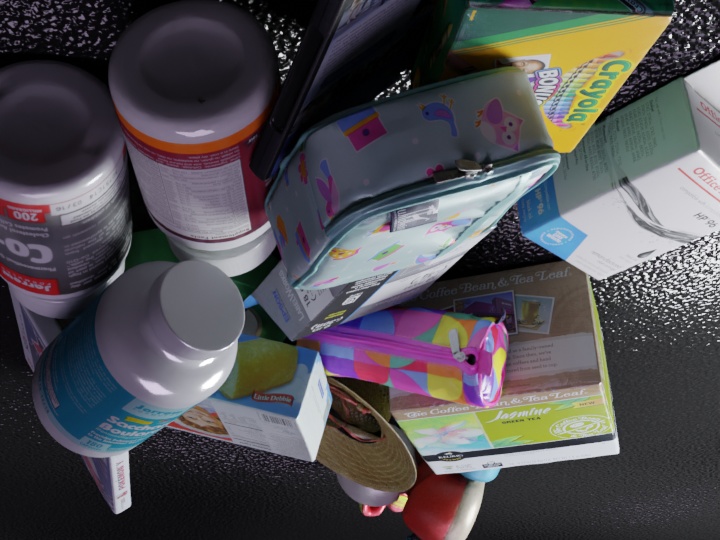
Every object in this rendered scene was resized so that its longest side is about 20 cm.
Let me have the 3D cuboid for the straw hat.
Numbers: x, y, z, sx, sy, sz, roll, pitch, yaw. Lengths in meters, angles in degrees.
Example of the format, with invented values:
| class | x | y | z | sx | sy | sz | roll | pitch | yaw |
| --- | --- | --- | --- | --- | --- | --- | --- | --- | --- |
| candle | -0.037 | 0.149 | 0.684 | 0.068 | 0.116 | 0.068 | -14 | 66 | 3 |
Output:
| class | x | y | z | sx | sy | sz | roll | pitch | yaw |
| --- | --- | --- | --- | --- | --- | --- | --- | --- | --- |
| straw hat | -0.004 | 0.132 | 1.132 | 0.200 | 0.085 | 0.202 | 26 | 148 | 17 |

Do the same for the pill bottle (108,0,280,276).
| class | x | y | z | sx | sy | sz | roll | pitch | yaw |
| --- | --- | --- | --- | --- | --- | --- | --- | --- | --- |
| pill bottle | -0.105 | -0.083 | 0.769 | 0.108 | 0.111 | 0.201 | -2 | 151 | -1 |

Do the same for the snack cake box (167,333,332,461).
| class | x | y | z | sx | sy | sz | roll | pitch | yaw |
| --- | --- | --- | --- | --- | --- | --- | --- | --- | --- |
| snack cake box | -0.132 | 0.103 | 0.994 | 0.198 | 0.068 | 0.115 | 12 | 155 | 11 |

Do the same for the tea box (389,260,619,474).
| class | x | y | z | sx | sy | sz | roll | pitch | yaw |
| --- | --- | --- | --- | --- | --- | --- | --- | --- | --- |
| tea box | 0.143 | 0.102 | 1.092 | 0.198 | 0.135 | 0.197 | -10 | 149 | 15 |

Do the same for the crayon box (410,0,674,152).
| class | x | y | z | sx | sy | sz | roll | pitch | yaw |
| --- | --- | --- | --- | --- | --- | --- | --- | --- | --- |
| crayon box | 0.104 | -0.139 | 0.694 | 0.117 | 0.059 | 0.200 | 1 | 163 | -6 |

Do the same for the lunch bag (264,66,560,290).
| class | x | y | z | sx | sy | sz | roll | pitch | yaw |
| --- | --- | --- | --- | --- | --- | --- | --- | --- | --- |
| lunch bag | 0.031 | -0.052 | 0.696 | 0.159 | 0.078 | 0.200 | -14 | 171 | -19 |

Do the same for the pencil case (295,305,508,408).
| class | x | y | z | sx | sy | sz | roll | pitch | yaw |
| --- | --- | --- | --- | --- | --- | --- | --- | --- | --- |
| pencil case | 0.036 | 0.067 | 0.979 | 0.198 | 0.089 | 0.088 | 7 | 156 | 25 |

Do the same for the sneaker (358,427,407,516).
| class | x | y | z | sx | sy | sz | roll | pitch | yaw |
| --- | --- | --- | --- | --- | --- | --- | --- | --- | --- |
| sneaker | 0.059 | 0.264 | 1.425 | 0.078 | 0.091 | 0.200 | 17 | 145 | -27 |

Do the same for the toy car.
| class | x | y | z | sx | sy | sz | roll | pitch | yaw |
| --- | --- | --- | --- | --- | --- | --- | --- | --- | --- |
| toy car | 0.043 | 0.222 | 1.270 | 0.198 | 0.177 | 0.186 | 23 | 112 | -1 |

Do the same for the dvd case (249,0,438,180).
| class | x | y | z | sx | sy | sz | roll | pitch | yaw |
| --- | --- | --- | --- | --- | --- | --- | --- | --- | --- |
| dvd case | 0.007 | -0.146 | 0.659 | 0.018 | 0.143 | 0.200 | 44 | 147 | 7 |

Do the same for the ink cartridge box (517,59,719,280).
| class | x | y | z | sx | sy | sz | roll | pitch | yaw |
| --- | --- | --- | --- | --- | --- | --- | --- | --- | --- |
| ink cartridge box | 0.232 | -0.073 | 0.850 | 0.115 | 0.068 | 0.199 | 24 | 141 | -39 |

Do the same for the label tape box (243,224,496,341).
| class | x | y | z | sx | sy | sz | roll | pitch | yaw |
| --- | --- | --- | --- | --- | --- | --- | --- | --- | --- |
| label tape box | 0.000 | 0.000 | 0.914 | 0.143 | 0.064 | 0.200 | -18 | 163 | -36 |

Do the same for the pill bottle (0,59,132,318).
| class | x | y | z | sx | sy | sz | roll | pitch | yaw |
| --- | --- | --- | --- | --- | --- | --- | --- | --- | --- |
| pill bottle | -0.227 | -0.050 | 0.816 | 0.113 | 0.115 | 0.201 | 2 | 150 | -8 |

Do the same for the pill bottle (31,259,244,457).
| class | x | y | z | sx | sy | sz | roll | pitch | yaw |
| --- | --- | --- | --- | --- | --- | --- | --- | --- | --- |
| pill bottle | -0.166 | 0.064 | 0.836 | 0.110 | 0.112 | 0.200 | 17 | 147 | -30 |

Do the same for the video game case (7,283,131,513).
| class | x | y | z | sx | sy | sz | roll | pitch | yaw |
| --- | --- | --- | --- | --- | --- | --- | --- | --- | --- |
| video game case | -0.278 | 0.121 | 1.056 | 0.023 | 0.201 | 0.183 | -28 | 160 | -23 |

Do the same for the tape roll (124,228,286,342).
| class | x | y | z | sx | sy | sz | roll | pitch | yaw |
| --- | --- | --- | --- | --- | --- | --- | --- | --- | --- |
| tape roll | -0.165 | 0.031 | 1.035 | 0.198 | 0.049 | 0.201 | -1 | 151 | -1 |
